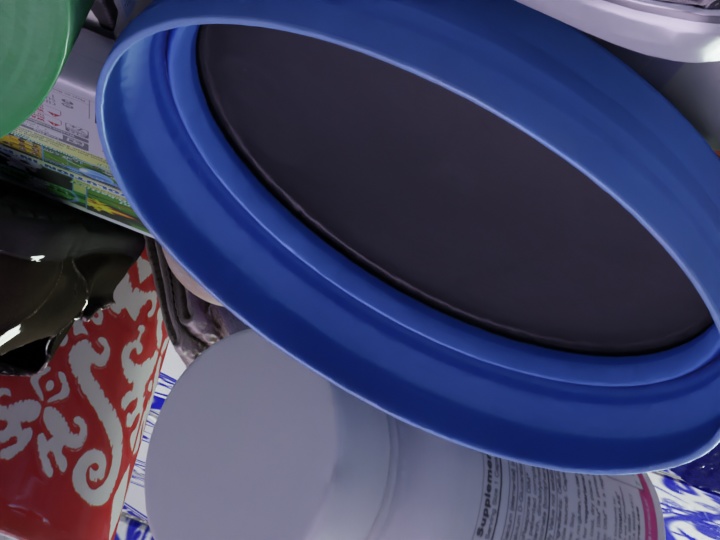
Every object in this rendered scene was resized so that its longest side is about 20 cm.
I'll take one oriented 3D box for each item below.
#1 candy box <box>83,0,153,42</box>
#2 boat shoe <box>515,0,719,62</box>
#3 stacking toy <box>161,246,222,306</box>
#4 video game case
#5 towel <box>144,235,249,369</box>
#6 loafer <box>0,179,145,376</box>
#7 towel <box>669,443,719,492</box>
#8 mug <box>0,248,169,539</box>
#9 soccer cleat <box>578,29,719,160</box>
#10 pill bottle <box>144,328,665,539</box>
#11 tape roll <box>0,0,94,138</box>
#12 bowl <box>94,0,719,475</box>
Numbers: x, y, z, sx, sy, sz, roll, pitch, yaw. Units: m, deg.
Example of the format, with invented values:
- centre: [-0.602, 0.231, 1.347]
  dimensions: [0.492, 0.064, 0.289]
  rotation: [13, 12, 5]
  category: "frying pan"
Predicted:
- centre: [-0.124, -0.106, 0.817]
  dimensions: [0.135, 0.061, 0.200]
  rotation: [20, 168, 7]
  category: "candy box"
- centre: [0.012, -0.109, 0.561]
  dimensions: [0.199, 0.070, 0.066]
  rotation: [24, 151, 13]
  category: "boat shoe"
- centre: [0.000, 0.000, 1.025]
  dimensions: [0.085, 0.086, 0.200]
  rotation: [15, 171, 34]
  category: "stacking toy"
- centre: [-0.120, -0.059, 0.818]
  dimensions: [0.199, 0.022, 0.182]
  rotation: [21, 168, -3]
  category: "video game case"
- centre: [-0.022, 0.023, 1.080]
  dimensions: [0.034, 0.133, 0.200]
  rotation: [-37, 137, 22]
  category: "towel"
- centre: [-0.139, 0.003, 0.930]
  dimensions: [0.073, 0.072, 0.200]
  rotation: [21, -179, 7]
  category: "loafer"
- centre: [0.104, 0.025, 0.798]
  dimensions: [0.199, 0.050, 0.148]
  rotation: [22, 160, 1]
  category: "towel"
- centre: [-0.168, 0.025, 1.094]
  dimensions: [0.176, 0.201, 0.133]
  rotation: [21, 163, -10]
  category: "mug"
- centre: [0.064, -0.075, 0.640]
  dimensions: [0.199, 0.067, 0.077]
  rotation: [22, 139, 30]
  category: "soccer cleat"
- centre: [0.019, 0.093, 0.903]
  dimensions: [0.113, 0.114, 0.199]
  rotation: [11, 171, 43]
  category: "pill bottle"
- centre: [-0.165, -0.113, 0.651]
  dimensions: [0.199, 0.048, 0.201]
  rotation: [13, 143, 10]
  category: "tape roll"
- centre: [0.021, -0.016, 0.665]
  dimensions: [0.199, 0.040, 0.201]
  rotation: [25, 154, 13]
  category: "bowl"
